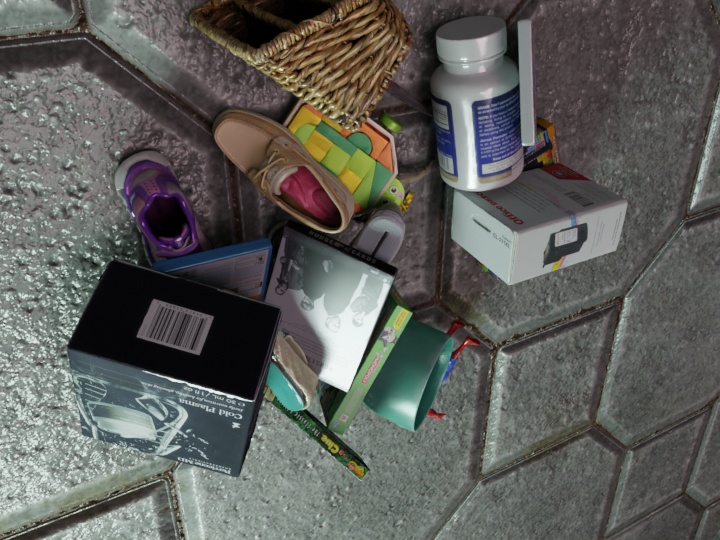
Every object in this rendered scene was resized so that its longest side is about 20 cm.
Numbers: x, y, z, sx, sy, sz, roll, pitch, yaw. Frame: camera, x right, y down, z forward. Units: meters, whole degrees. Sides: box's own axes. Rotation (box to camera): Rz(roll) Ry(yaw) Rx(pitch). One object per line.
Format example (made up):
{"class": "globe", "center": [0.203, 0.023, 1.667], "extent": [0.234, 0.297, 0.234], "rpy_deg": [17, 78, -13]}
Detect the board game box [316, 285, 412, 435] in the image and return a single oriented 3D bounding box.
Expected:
{"class": "board game box", "center": [-0.001, 0.117, 1.017], "extent": [0.029, 0.135, 0.202], "rpy_deg": [26, 102, -19]}

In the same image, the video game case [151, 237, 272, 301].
{"class": "video game case", "center": [-0.189, 0.044, 0.876], "extent": [0.141, 0.018, 0.201], "rpy_deg": [-15, 147, -27]}

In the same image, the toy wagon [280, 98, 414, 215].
{"class": "toy wagon", "center": [-0.012, -0.133, 0.884], "extent": [0.199, 0.040, 0.156], "rpy_deg": [33, 105, -17]}

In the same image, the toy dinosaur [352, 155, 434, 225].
{"class": "toy dinosaur", "center": [0.024, -0.112, 0.962], "extent": [0.197, 0.047, 0.090], "rpy_deg": [-6, 113, -34]}

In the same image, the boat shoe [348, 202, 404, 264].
{"class": "boat shoe", "center": [0.000, 0.000, 0.908], "extent": [0.072, 0.062, 0.201], "rpy_deg": [35, 118, -4]}

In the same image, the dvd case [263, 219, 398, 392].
{"class": "dvd case", "center": [-0.052, 0.051, 0.898], "extent": [0.148, 0.025, 0.202], "rpy_deg": [24, 124, 4]}

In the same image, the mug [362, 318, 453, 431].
{"class": "mug", "center": [0.057, 0.165, 1.075], "extent": [0.152, 0.113, 0.188], "rpy_deg": [-18, 128, -68]}

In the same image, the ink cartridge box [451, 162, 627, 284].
{"class": "ink cartridge box", "center": [0.246, -0.072, 0.991], "extent": [0.197, 0.146, 0.084], "rpy_deg": [-16, 126, -23]}

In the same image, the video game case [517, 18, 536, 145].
{"class": "video game case", "center": [0.219, -0.242, 0.917], "extent": [0.017, 0.200, 0.146], "rpy_deg": [-2, 103, 15]}

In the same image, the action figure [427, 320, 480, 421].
{"class": "action figure", "center": [0.133, 0.182, 1.181], "extent": [0.098, 0.065, 0.201], "rpy_deg": [18, 116, -47]}

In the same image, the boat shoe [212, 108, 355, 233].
{"class": "boat shoe", "center": [-0.088, -0.115, 0.823], "extent": [0.198, 0.069, 0.074], "rpy_deg": [34, 109, -13]}

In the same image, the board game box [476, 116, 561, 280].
{"class": "board game box", "center": [0.240, -0.111, 1.096], "extent": [0.164, 0.057, 0.202], "rpy_deg": [-36, 130, -12]}

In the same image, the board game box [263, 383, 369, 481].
{"class": "board game box", "center": [-0.073, 0.211, 0.976], "extent": [0.199, 0.105, 0.024], "rpy_deg": [42, 84, -3]}

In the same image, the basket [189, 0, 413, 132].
{"class": "basket", "center": [-0.059, -0.259, 0.717], "extent": [0.148, 0.200, 0.144], "rpy_deg": [26, 102, -39]}

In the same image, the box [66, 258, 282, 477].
{"class": "box", "center": [-0.206, 0.117, 0.796], "extent": [0.196, 0.125, 0.198], "rpy_deg": [16, 141, -3]}

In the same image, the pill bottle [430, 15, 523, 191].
{"class": "pill bottle", "center": [0.154, -0.221, 0.933], "extent": [0.118, 0.120, 0.203], "rpy_deg": [-25, 126, -19]}

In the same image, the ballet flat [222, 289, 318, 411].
{"class": "ballet flat", "center": [-0.118, 0.091, 0.889], "extent": [0.202, 0.067, 0.063], "rpy_deg": [60, 39, -25]}

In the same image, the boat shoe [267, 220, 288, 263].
{"class": "boat shoe", "center": [-0.055, 0.012, 0.968], "extent": [0.072, 0.060, 0.202], "rpy_deg": [-41, 131, -5]}

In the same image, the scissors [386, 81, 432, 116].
{"class": "scissors", "center": [0.022, -0.242, 0.907], "extent": [0.073, 0.014, 0.200], "rpy_deg": [-49, 132, -3]}

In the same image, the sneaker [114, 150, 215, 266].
{"class": "sneaker", "center": [-0.215, -0.036, 0.819], "extent": [0.080, 0.088, 0.202], "rpy_deg": [-32, 130, -15]}
